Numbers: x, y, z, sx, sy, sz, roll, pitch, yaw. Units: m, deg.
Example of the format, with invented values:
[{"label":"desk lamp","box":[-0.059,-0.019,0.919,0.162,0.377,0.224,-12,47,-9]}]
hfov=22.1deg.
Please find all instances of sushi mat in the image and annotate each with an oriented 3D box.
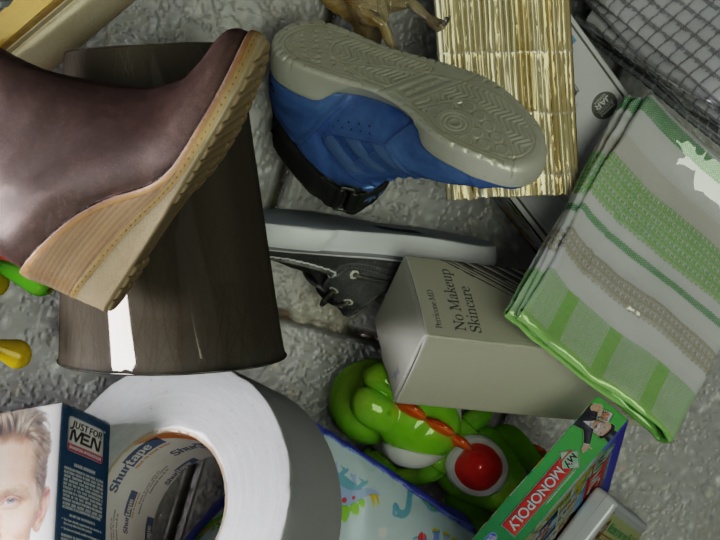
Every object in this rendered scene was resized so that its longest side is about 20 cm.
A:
[{"label":"sushi mat","box":[0.097,-0.148,1.236,0.095,0.012,0.201,-4,94,-8]}]

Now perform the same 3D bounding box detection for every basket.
[{"label":"basket","box":[-0.126,-0.042,1.177,0.136,0.180,0.201,-6,97,-35]}]

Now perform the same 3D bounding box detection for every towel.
[{"label":"towel","box":[0.197,-0.005,1.235,0.149,0.031,0.200,37,63,-10]},{"label":"towel","box":[0.256,-0.183,1.254,0.166,0.200,0.086,-43,138,-1]}]

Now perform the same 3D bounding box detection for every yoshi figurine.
[{"label":"yoshi figurine","box":[0.052,0.119,1.321,0.112,0.113,0.200,-24,133,30]}]

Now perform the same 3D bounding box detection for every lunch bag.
[{"label":"lunch bag","box":[-0.030,0.220,1.284,0.170,0.128,0.200,35,101,-23]}]

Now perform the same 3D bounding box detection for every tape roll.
[{"label":"tape roll","box":[-0.113,0.162,1.200,0.201,0.200,0.066,-57,145,1]}]

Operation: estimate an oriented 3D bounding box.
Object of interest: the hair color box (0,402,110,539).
[{"label":"hair color box","box":[-0.219,0.192,1.173,0.060,0.100,0.201,37,48,-57]}]

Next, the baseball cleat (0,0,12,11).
[{"label":"baseball cleat","box":[-0.238,-0.163,1.122,0.199,0.070,0.107,-16,110,-4]}]

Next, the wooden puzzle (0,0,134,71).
[{"label":"wooden puzzle","box":[-0.253,-0.202,1.154,0.185,0.037,0.200,-41,112,-6]}]

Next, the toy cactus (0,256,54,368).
[{"label":"toy cactus","box":[-0.296,0.001,1.168,0.199,0.102,0.166,-16,98,-6]}]

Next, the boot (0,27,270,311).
[{"label":"boot","box":[-0.165,-0.093,1.075,0.166,0.072,0.200,36,101,3]}]

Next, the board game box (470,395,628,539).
[{"label":"board game box","box":[0.123,0.180,1.266,0.029,0.200,0.135,38,69,19]}]

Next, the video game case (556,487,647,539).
[{"label":"video game case","box":[0.135,0.242,1.328,0.022,0.200,0.182,37,89,19]}]

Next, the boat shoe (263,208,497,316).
[{"label":"boat shoe","box":[0.000,0.000,1.277,0.199,0.070,0.067,6,100,-28]}]

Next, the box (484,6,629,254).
[{"label":"box","box":[0.149,-0.079,1.308,0.117,0.060,0.200,-41,112,-5]}]

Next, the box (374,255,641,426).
[{"label":"box","box":[0.116,0.049,1.256,0.199,0.082,0.069,6,132,-21]}]

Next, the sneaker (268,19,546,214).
[{"label":"sneaker","box":[0.027,-0.079,1.213,0.077,0.199,0.111,-52,158,-40]}]

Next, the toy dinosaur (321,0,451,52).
[{"label":"toy dinosaur","box":[0.004,-0.205,1.213,0.058,0.101,0.201,-28,117,-43]}]
